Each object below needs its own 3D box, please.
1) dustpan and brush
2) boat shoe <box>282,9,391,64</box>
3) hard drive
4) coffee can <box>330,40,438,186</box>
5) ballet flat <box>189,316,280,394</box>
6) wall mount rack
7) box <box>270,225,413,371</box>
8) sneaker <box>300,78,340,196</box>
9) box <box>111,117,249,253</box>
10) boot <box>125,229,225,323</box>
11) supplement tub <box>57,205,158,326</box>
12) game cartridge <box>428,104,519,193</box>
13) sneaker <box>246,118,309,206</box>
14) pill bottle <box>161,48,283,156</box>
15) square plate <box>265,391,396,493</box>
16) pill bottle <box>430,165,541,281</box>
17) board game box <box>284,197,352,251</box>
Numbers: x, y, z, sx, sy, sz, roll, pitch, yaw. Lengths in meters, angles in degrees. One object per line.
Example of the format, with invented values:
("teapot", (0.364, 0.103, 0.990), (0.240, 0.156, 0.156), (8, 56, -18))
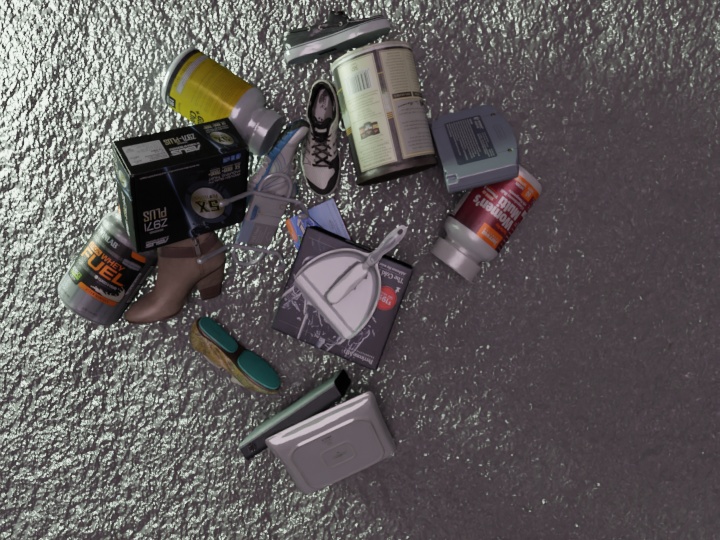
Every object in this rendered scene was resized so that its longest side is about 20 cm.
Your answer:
("dustpan and brush", (0.000, 0.000, 1.027), (0.200, 0.057, 0.140), (-43, 90, 4))
("boat shoe", (-0.046, -0.422, 1.126), (0.195, 0.070, 0.068), (-14, 94, 12))
("hard drive", (-0.110, 0.251, 1.132), (0.198, 0.140, 0.033), (-34, 87, 5))
("coffee can", (0.041, -0.261, 1.087), (0.143, 0.146, 0.205), (-13, 93, 4))
("ballet flat", (-0.234, 0.167, 1.179), (0.199, 0.071, 0.071), (40, 95, 0))
("wall mount rack", (-0.187, -0.071, 1.098), (0.171, 0.075, 0.202), (7, 125, -34))
("box", (-0.029, 0.045, 1.113), (0.196, 0.104, 0.186), (21, 96, 2))
("sneaker", (-0.073, -0.233, 1.126), (0.074, 0.088, 0.206), (-1, 95, 2))
("box", (-0.289, -0.140, 1.047), (0.197, 0.166, 0.087), (-20, 56, -30))
("boot", (-0.332, 0.000, 1.129), (0.196, 0.070, 0.149), (-21, 129, -21))
("supplement tub", (-0.437, -0.015, 1.146), (0.122, 0.123, 0.202), (35, 95, 1))
("game cartridge", (0.191, -0.207, 1.070), (0.130, 0.202, 0.042), (-9, 131, 3))
("sneaker", (-0.135, -0.176, 1.132), (0.086, 0.075, 0.200), (36, 122, -11))
("pill bottle", (-0.237, -0.288, 1.120), (0.198, 0.112, 0.113), (33, 95, 2))
("square plate", (-0.043, 0.311, 1.117), (0.196, 0.029, 0.200), (-24, 134, -3))
("pill bottle", (0.213, -0.089, 1.105), (0.109, 0.110, 0.202), (35, 95, 1))
("board game box", (-0.054, -0.018, 1.172), (0.101, 0.019, 0.204), (-23, 92, 3))
